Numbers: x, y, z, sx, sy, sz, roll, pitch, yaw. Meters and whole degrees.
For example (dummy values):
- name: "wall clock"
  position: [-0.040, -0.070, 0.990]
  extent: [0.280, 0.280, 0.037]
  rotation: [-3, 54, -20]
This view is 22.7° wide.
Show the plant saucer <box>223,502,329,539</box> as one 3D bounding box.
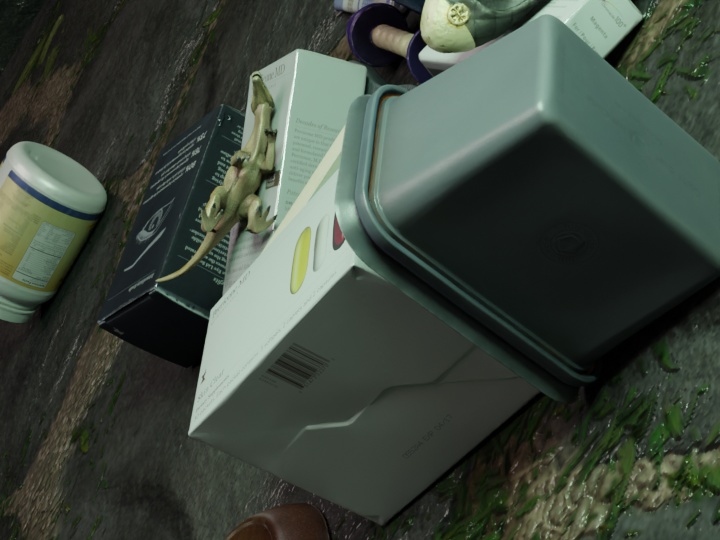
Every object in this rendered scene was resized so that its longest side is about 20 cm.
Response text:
- name: "plant saucer"
  position: [-0.088, 0.256, 1.288]
  extent: [0.201, 0.034, 0.201]
  rotation: [-51, 23, 31]

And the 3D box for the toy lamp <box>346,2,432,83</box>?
- name: "toy lamp"
  position: [0.032, -0.193, 1.509]
  extent: [0.059, 0.058, 0.200]
  rotation: [-62, 20, 3]

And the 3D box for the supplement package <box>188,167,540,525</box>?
- name: "supplement package"
  position: [0.009, 0.044, 1.137]
  extent: [0.200, 0.155, 0.112]
  rotation: [-46, 26, 39]

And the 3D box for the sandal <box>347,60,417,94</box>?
- name: "sandal"
  position: [0.018, -0.125, 1.492]
  extent: [0.200, 0.043, 0.077]
  rotation: [35, 107, 64]

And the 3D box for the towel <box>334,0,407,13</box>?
- name: "towel"
  position: [0.021, -0.313, 1.690]
  extent: [0.200, 0.024, 0.148]
  rotation: [-154, 74, -71]

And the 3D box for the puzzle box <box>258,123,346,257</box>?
- name: "puzzle box"
  position: [0.000, 0.000, 1.245]
  extent: [0.201, 0.132, 0.025]
  rotation: [-55, 22, 19]

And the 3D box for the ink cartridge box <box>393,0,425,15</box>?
- name: "ink cartridge box"
  position: [0.012, -0.277, 1.474]
  extent: [0.136, 0.200, 0.077]
  rotation: [33, 96, 31]

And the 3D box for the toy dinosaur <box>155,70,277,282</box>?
- name: "toy dinosaur"
  position: [-0.102, -0.057, 1.454]
  extent: [0.201, 0.058, 0.101]
  rotation: [-64, 13, 13]

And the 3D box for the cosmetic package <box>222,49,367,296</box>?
- name: "cosmetic package"
  position: [-0.056, -0.072, 1.487]
  extent: [0.101, 0.073, 0.202]
  rotation: [-17, 66, 62]

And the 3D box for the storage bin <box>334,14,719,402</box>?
- name: "storage bin"
  position: [0.106, -0.047, 0.989]
  extent: [0.134, 0.199, 0.146]
  rotation: [-31, 35, 35]

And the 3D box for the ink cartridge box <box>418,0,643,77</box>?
- name: "ink cartridge box"
  position: [0.143, -0.193, 1.269]
  extent: [0.174, 0.044, 0.200]
  rotation: [-45, 19, -7]

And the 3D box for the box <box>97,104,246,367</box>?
- name: "box"
  position: [-0.146, -0.029, 1.665]
  extent: [0.148, 0.104, 0.202]
  rotation: [-25, 43, 58]

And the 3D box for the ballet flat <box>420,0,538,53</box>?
- name: "ballet flat"
  position: [0.118, -0.220, 1.201]
  extent: [0.200, 0.067, 0.057]
  rotation: [-40, 4, 5]

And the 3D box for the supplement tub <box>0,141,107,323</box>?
- name: "supplement tub"
  position: [-0.431, -0.048, 2.309]
  extent: [0.201, 0.144, 0.145]
  rotation: [-57, 21, 14]
